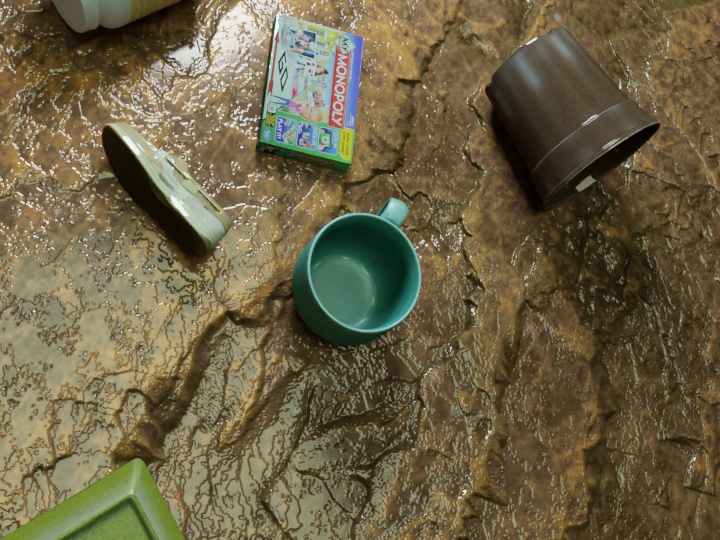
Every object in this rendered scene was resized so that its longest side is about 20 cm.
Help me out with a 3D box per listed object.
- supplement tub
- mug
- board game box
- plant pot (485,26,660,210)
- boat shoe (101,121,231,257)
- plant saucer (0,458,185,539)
[{"bbox_3d":[-0.296,-0.400,1.087,0.199,0.145,0.147,-33,87,-26],"label":"supplement tub"},{"bbox_3d":[0.001,0.011,1.094,0.183,0.114,0.154,-24,83,-26],"label":"mug"},{"bbox_3d":[-0.069,-0.250,1.192,0.132,0.029,0.204,11,71,-17],"label":"board game box"},{"bbox_3d":[0.294,-0.228,1.245,0.198,0.201,0.200,-28,77,-25],"label":"plant pot"},{"bbox_3d":[-0.242,-0.108,1.067,0.201,0.074,0.066,51,52,-2],"label":"boat shoe"},{"bbox_3d":[-0.279,0.341,0.926,0.198,0.048,0.202,-29,86,-25],"label":"plant saucer"}]
